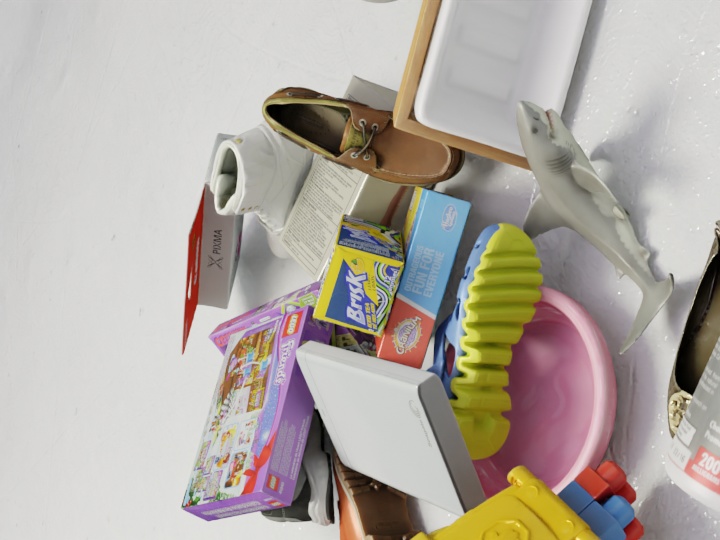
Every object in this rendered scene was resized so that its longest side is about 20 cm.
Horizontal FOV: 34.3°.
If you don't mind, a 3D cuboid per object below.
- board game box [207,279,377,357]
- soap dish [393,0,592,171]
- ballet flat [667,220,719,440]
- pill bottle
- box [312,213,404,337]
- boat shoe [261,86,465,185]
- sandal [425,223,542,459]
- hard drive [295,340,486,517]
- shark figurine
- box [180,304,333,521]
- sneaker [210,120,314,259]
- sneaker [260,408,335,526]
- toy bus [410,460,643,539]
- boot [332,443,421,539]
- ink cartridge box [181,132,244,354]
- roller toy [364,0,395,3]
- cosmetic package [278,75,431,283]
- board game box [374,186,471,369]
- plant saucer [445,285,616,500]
[{"bbox_3d":[-0.067,0.085,1.254,0.200,0.120,0.032,-22,24,45],"label":"board game box"},{"bbox_3d":[0.119,-0.207,1.074,0.081,0.157,0.201,-158,82,-68],"label":"soap dish"},{"bbox_3d":[0.271,0.041,0.891,0.067,0.046,0.201,24,98,52],"label":"ballet flat"},{"bbox_3d":[0.297,0.070,0.795,0.114,0.114,0.201,33,106,50],"label":"pill bottle"},{"bbox_3d":[0.000,0.000,1.075,0.200,0.064,0.070,-81,8,-80],"label":"box"},{"bbox_3d":[-0.001,-0.124,1.119,0.199,0.068,0.072,15,102,15],"label":"boat shoe"},{"bbox_3d":[0.094,0.055,1.006,0.087,0.079,0.201,18,92,56],"label":"sandal"},{"bbox_3d":[0.022,0.136,1.025,0.200,0.027,0.132,8,125,57],"label":"hard drive"},{"bbox_3d":[0.185,-0.035,0.988,0.089,0.128,0.215,-34,79,14],"label":"shark figurine"},{"bbox_3d":[-0.101,0.143,1.163,0.137,0.039,0.201,-22,46,46],"label":"box"},{"bbox_3d":[-0.112,-0.077,1.263,0.074,0.115,0.201,40,144,33],"label":"sneaker"},{"bbox_3d":[-0.073,0.196,1.205,0.200,0.079,0.074,-112,19,-73],"label":"sneaker"},{"bbox_3d":[0.152,0.246,0.912,0.192,0.200,0.136,-39,41,-10],"label":"toy bus"},{"bbox_3d":[0.002,0.250,1.150,0.107,0.075,0.201,-59,34,40],"label":"boot"},{"bbox_3d":[-0.166,-0.027,1.343,0.174,0.043,0.200,-84,4,-46],"label":"ink cartridge box"},{"bbox_3d":[0.041,-0.373,1.187,0.139,0.182,0.201,-7,74,49],"label":"roller toy"},{"bbox_3d":[0.006,-0.087,1.226,0.103,0.087,0.201,47,117,48],"label":"cosmetic package"},{"bbox_3d":[0.054,0.000,1.091,0.200,0.040,0.154,-96,23,-85],"label":"board game box"},{"bbox_3d":[0.148,0.115,1.020,0.200,0.051,0.201,-20,64,47],"label":"plant saucer"}]
